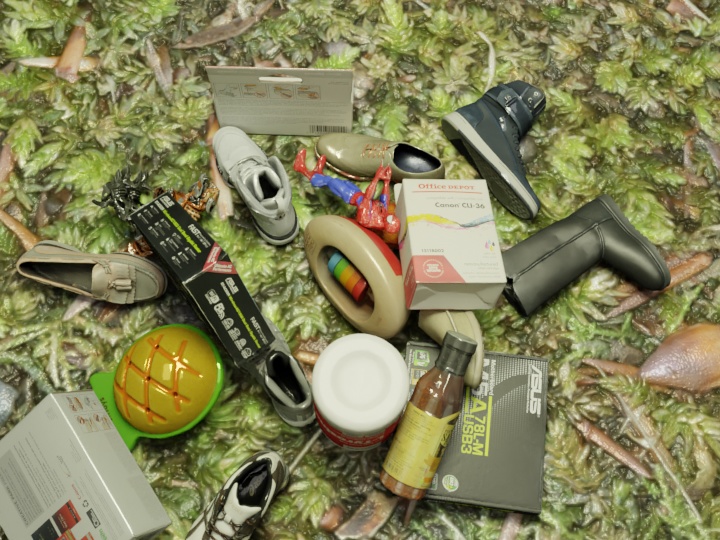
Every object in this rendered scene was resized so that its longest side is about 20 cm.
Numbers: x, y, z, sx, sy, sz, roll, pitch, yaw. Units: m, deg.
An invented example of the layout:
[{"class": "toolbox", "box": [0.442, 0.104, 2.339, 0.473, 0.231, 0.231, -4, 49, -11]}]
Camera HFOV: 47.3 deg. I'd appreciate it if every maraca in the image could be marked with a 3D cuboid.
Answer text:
[{"class": "maraca", "box": [-0.263, 0.151, 1.045, 0.199, 0.107, 0.138, -30, 71, 8]}]

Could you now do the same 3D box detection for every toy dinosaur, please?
[{"class": "toy dinosaur", "box": [-0.292, -0.070, 1.132, 0.200, 0.102, 0.136, -39, 90, -19]}]

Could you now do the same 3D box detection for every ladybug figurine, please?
[{"class": "ladybug figurine", "box": [0.000, 0.000, 1.098, 0.072, 0.136, 0.200, -27, 68, -35]}]

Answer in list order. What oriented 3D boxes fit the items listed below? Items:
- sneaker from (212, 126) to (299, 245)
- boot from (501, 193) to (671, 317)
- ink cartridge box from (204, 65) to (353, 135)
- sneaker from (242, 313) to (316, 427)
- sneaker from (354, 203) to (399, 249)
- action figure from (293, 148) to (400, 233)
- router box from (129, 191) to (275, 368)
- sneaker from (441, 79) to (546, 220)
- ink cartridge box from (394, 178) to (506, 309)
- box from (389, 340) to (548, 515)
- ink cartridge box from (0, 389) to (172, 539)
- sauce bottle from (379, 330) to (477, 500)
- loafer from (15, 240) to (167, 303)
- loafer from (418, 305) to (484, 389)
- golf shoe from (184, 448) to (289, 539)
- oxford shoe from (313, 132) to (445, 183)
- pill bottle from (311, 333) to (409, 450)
[{"class": "sneaker", "box": [-0.149, -0.139, 1.146, 0.075, 0.115, 0.201, -28, 73, -12]}, {"class": "boot", "box": [0.300, 0.003, 1.133, 0.199, 0.066, 0.165, -28, 65, -15]}, {"class": "ink cartridge box", "box": [-0.108, -0.251, 1.156, 0.198, 0.176, 0.045, 1, 69, -2]}, {"class": "sneaker", "box": [-0.120, 0.105, 1.057, 0.075, 0.116, 0.200, -39, 76, -15]}, {"class": "sneaker", "box": [0.089, -0.058, 1.145, 0.198, 0.077, 0.074, 16, 69, 5]}, {"class": "action figure", "box": [-0.002, -0.125, 1.104, 0.200, 0.065, 0.100, 44, 114, 36]}, {"class": "router box", "box": [-0.198, 0.008, 1.028, 0.062, 0.151, 0.200, -35, 42, -14]}, {"class": "sneaker", "box": [0.233, -0.184, 1.195, 0.145, 0.077, 0.203, -32, 73, -10]}, {"class": "ink cartridge box", "box": [0.109, -0.052, 1.057, 0.115, 0.068, 0.202, 0, 56, -9]}, {"class": "box", "box": [0.143, 0.202, 1.066, 0.191, 0.048, 0.202, 7, 69, 4]}, {"class": "ink cartridge box", "box": [-0.357, 0.277, 0.990, 0.175, 0.084, 0.201, -40, 74, 12]}, {"class": "sauce bottle", "box": [0.085, 0.171, 0.980, 0.065, 0.066, 0.202, 23, 99, 7]}, {"class": "loafer", "box": [-0.362, 0.010, 1.102, 0.198, 0.063, 0.073, 12, 110, 8]}, {"class": "loafer", "box": [0.110, 0.068, 1.065, 0.068, 0.076, 0.201, -9, 50, -5]}, {"class": "golf shoe", "box": [-0.162, 0.303, 0.996, 0.077, 0.095, 0.201, 29, 73, 8]}, {"class": "oxford shoe", "box": [0.029, -0.169, 1.184, 0.198, 0.074, 0.071, 13, 72, 4]}, {"class": "pill bottle", "box": [-0.002, 0.156, 0.997, 0.111, 0.200, 0.113, 0, 69, -1]}]
